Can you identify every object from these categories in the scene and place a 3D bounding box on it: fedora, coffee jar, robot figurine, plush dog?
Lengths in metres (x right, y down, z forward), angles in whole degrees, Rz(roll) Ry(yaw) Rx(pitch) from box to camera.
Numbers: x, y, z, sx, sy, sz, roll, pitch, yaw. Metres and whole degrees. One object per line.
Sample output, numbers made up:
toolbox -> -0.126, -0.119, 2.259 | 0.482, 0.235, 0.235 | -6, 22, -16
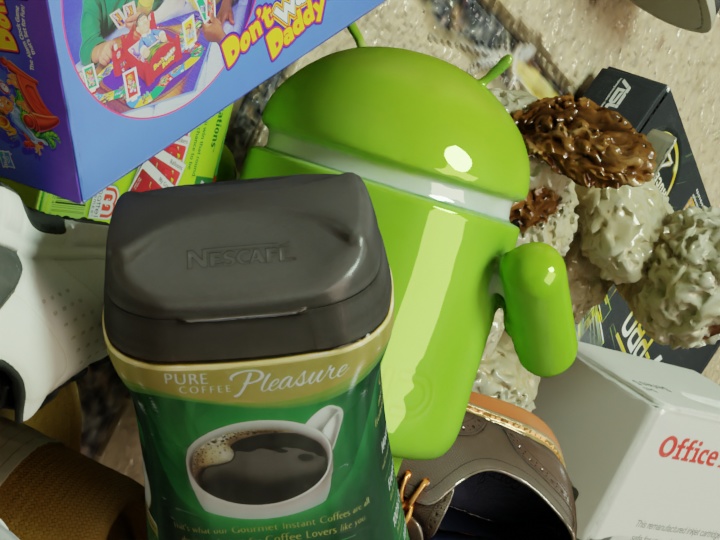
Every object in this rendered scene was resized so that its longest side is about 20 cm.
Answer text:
fedora -> -0.126, 0.133, 0.919 | 0.201, 0.082, 0.201 | 15, 90, -73
coffee jar -> -0.035, 0.061, 0.873 | 0.085, 0.104, 0.201 | -95, 180, -58
robot figurine -> 0.000, 0.000, 0.981 | 0.116, 0.175, 0.201 | 10, 96, -67
plush dog -> 0.067, -0.029, 1.109 | 0.172, 0.199, 0.161 | 36, 35, -58

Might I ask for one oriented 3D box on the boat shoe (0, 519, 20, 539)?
boat shoe -> -0.190, 0.116, 0.769 | 0.199, 0.068, 0.072 | 0, 101, -40

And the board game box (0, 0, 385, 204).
board game box -> -0.059, -0.131, 0.873 | 0.200, 0.045, 0.135 | -37, 134, -40

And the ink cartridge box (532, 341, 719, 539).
ink cartridge box -> 0.122, 0.146, 1.255 | 0.145, 0.084, 0.201 | 15, 105, -50

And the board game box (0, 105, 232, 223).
board game box -> -0.085, -0.118, 0.928 | 0.101, 0.047, 0.201 | 5, 101, -56

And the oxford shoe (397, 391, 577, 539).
oxford shoe -> 0.010, 0.080, 1.065 | 0.199, 0.073, 0.071 | 14, 115, -20

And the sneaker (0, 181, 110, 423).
sneaker -> -0.125, 0.018, 0.866 | 0.200, 0.073, 0.080 | 15, 68, -65

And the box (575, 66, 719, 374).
box -> 0.132, 0.015, 1.301 | 0.161, 0.049, 0.200 | -52, 142, -21

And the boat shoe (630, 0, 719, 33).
boat shoe -> 0.143, -0.194, 1.198 | 0.063, 0.073, 0.200 | -57, 139, -15
